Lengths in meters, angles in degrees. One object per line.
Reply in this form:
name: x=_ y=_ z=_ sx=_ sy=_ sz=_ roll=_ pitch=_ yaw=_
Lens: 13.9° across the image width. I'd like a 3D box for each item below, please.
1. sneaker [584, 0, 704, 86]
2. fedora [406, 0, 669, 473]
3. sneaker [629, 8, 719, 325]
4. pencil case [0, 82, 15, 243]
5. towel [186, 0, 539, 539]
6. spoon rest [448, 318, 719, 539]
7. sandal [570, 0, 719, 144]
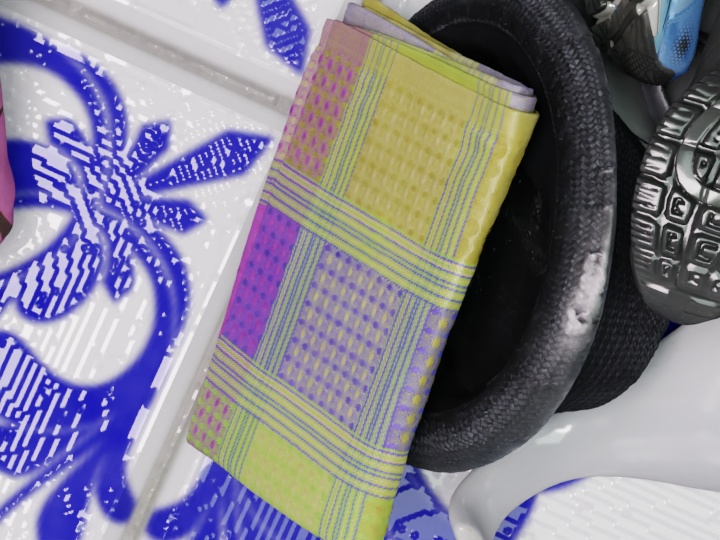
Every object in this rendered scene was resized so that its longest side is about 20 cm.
sneaker: x=0.156 y=-0.163 z=1.186 sx=0.090 sy=0.078 sz=0.200 roll=24 pitch=77 yaw=-12
fedora: x=0.067 y=-0.014 z=1.184 sx=0.092 sy=0.201 sz=0.201 roll=14 pitch=92 yaw=-36
sneaker: x=0.158 y=-0.069 z=1.124 sx=0.076 sy=0.091 sz=0.200 roll=26 pitch=82 yaw=4
pencil case: x=-0.188 y=-0.094 z=1.158 sx=0.094 sy=0.091 sz=0.200 roll=-21 pitch=118 yaw=-32
towel: x=0.000 y=0.000 z=1.170 sx=0.023 sy=0.144 sz=0.200 roll=13 pitch=101 yaw=-36
spoon rest: x=0.126 y=0.068 z=1.212 sx=0.200 sy=0.061 sz=0.099 roll=-23 pitch=118 yaw=-6
sandal: x=0.155 y=-0.058 z=1.217 sx=0.076 sy=0.043 sz=0.200 roll=-39 pitch=91 yaw=1
